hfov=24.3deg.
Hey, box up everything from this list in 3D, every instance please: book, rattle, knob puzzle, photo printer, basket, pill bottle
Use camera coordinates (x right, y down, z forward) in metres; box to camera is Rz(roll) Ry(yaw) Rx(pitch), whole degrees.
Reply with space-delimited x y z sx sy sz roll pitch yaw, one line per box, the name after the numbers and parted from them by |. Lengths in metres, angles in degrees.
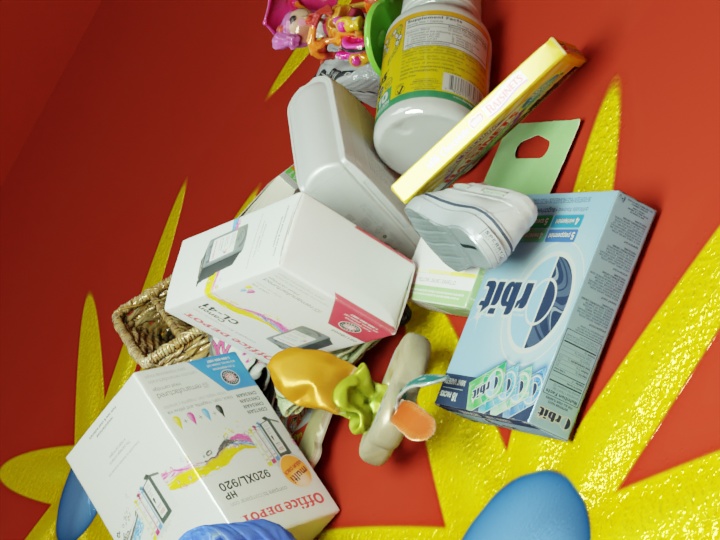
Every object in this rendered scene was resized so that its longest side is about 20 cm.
-0.078 -0.083 1.898 0.134 0.048 0.200 -50 -3 29 | book
-0.004 0.099 1.480 0.130 0.143 0.200 -52 1 6 | rattle
-0.079 0.188 1.737 0.220 0.030 0.220 -46 29 35 | knob puzzle
-0.004 -0.100 1.707 0.069 0.166 0.200 -33 33 16 | photo printer
-0.184 0.051 1.952 0.143 0.149 0.200 -62 22 7 | basket
0.076 -0.199 1.700 0.113 0.113 0.200 -40 34 44 | pill bottle

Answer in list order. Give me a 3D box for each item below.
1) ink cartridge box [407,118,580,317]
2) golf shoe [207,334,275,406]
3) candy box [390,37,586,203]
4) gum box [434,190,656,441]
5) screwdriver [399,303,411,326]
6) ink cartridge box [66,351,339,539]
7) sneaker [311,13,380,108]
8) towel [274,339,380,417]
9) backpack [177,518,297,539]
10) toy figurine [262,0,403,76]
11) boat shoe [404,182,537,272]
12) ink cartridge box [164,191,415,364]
0.117 -0.055 1.551 0.145 0.048 0.200 7 76 67 | ink cartridge box
-0.116 0.103 1.785 0.092 0.073 0.200 -28 51 46 | golf shoe
0.118 -0.135 1.534 0.200 0.026 0.102 -43 -12 16 | candy box
0.150 0.034 1.390 0.170 0.045 0.200 2 68 66 | gum box
0.000 0.000 1.668 0.029 0.028 0.200 -43 38 3 | screwdriver
-0.152 0.207 1.619 0.145 0.147 0.200 -49 66 32 | ink cartridge box
0.003 -0.251 1.956 0.200 0.075 0.115 -1 68 68 | sneaker
-0.035 0.056 1.715 0.148 0.036 0.200 -40 22 13 | towel
-0.095 0.306 1.406 0.163 0.168 0.200 -51 59 17 | backpack
-0.026 -0.273 1.834 0.184 0.150 0.200 -2 38 30 | toy figurine
0.101 -0.041 1.447 0.067 0.074 0.200 -37 18 -9 | boat shoe
-0.069 0.014 1.597 0.200 0.148 0.086 -21 47 49 | ink cartridge box
